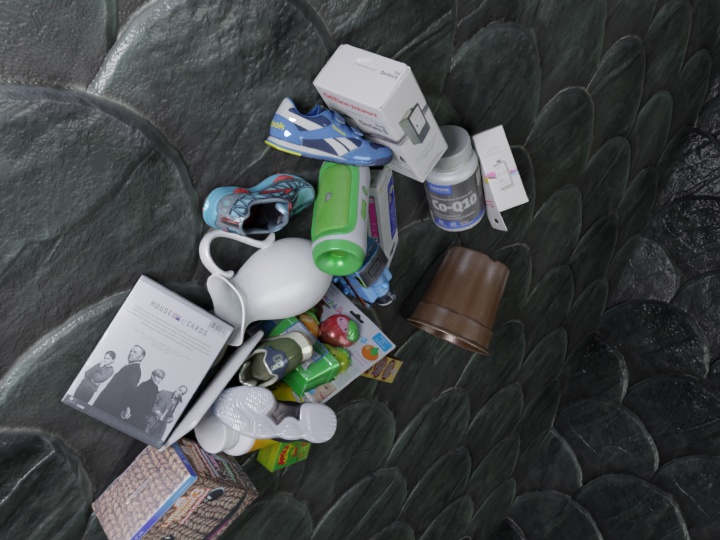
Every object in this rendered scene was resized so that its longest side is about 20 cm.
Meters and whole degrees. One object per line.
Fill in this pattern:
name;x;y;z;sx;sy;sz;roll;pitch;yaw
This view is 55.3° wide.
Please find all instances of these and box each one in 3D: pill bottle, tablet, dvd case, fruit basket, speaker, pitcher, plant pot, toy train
pill bottle;-0.183;0.252;1.185;0.200;0.109;0.109;-5;117;-53
tablet;-0.224;0.178;1.034;0.130;0.014;0.200;-39;-168;43
dvd case;-0.290;0.127;0.951;0.150;0.025;0.200;33;85;-17
fruit basket;-0.064;0.114;1.184;0.200;0.185;0.094;-34;160;-32
speaker;-0.029;-0.094;1.083;0.088;0.088;0.200;62;26;-52
pitcher;-0.146;0.000;1.061;0.200;0.121;0.172;-27;107;-42
pill bottle;0.181;-0.181;1.359;0.114;0.114;0.200;-48;144;-21
plant pot;0.234;0.063;1.551;0.200;0.200;0.198;36;77;-57
toy train;0.000;0.000;1.245;0.087;0.114;0.200;-51;145;-14

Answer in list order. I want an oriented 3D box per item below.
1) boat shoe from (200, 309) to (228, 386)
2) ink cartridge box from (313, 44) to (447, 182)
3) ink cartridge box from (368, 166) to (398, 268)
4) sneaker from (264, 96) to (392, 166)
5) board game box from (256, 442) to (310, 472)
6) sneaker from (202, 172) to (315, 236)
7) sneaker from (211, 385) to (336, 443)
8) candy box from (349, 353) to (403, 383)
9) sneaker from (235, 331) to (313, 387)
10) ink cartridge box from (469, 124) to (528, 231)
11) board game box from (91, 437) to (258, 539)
boat shoe;-0.266;0.147;1.046;0.074;0.063;0.202;34;72;-17
ink cartridge box;0.035;-0.246;1.088;0.084;0.145;0.200;-55;146;-9
ink cartridge box;0.039;-0.102;1.266;0.095;0.037;0.200;-68;156;-44
sneaker;-0.039;-0.202;1.030;0.200;0.074;0.082;8;97;-24
board game box;-0.128;0.283;1.337;0.102;0.048;0.200;-5;117;-52
sneaker;-0.131;-0.086;1.023;0.200;0.095;0.079;-23;131;-44
sneaker;-0.146;0.231;1.074;0.200;0.114;0.076;17;69;-24
candy box;-0.013;0.160;1.341;0.200;0.117;0.057;25;93;-56
sneaker;-0.166;0.151;1.089;0.090;0.200;0.067;-30;93;-44
ink cartridge box;0.276;-0.186;1.394;0.067;0.116;0.200;-21;99;-1
board game box;-0.291;0.368;1.107;0.159;0.097;0.200;-47;146;-1
